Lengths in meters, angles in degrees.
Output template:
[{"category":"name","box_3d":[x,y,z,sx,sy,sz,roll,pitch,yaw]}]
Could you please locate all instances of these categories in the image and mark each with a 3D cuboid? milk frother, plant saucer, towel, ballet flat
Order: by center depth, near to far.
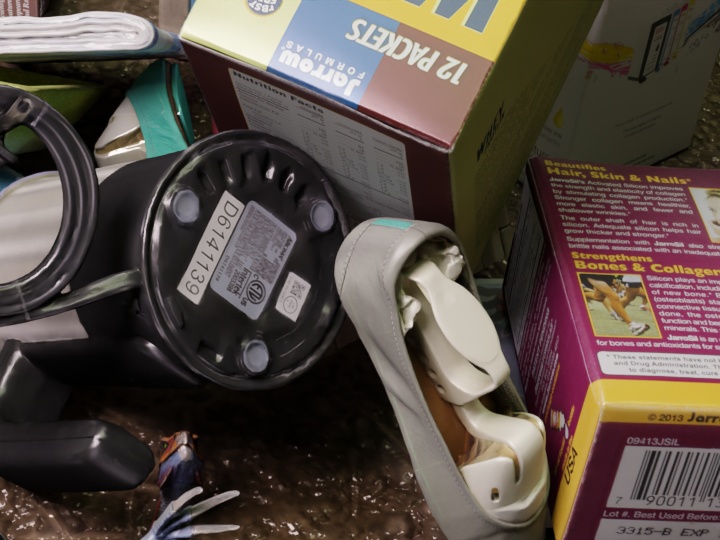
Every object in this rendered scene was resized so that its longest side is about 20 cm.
[{"category":"ballet flat","box_3d":[0.051,0.066,0.745,0.067,0.201,0.063,-39,22,-33]},{"category":"milk frother","box_3d":[-0.143,-0.012,0.753,0.187,0.201,0.181,-5,37,51]},{"category":"plant saucer","box_3d":[-0.271,-0.104,0.955,0.198,0.048,0.200,10,8,2]},{"category":"ballet flat","box_3d":[-0.127,-0.066,0.977,0.070,0.068,0.201,-16,41,-7]},{"category":"towel","box_3d":[-0.181,-0.144,0.997,0.146,0.024,0.200,-1,6,4]}]

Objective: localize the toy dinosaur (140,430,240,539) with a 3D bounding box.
[{"category":"toy dinosaur","box_3d":[-0.105,0.144,0.703,0.199,0.106,0.182,-14,24,-11]}]

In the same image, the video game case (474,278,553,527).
[{"category":"video game case","box_3d":[0.164,0.067,0.898,0.198,0.023,0.183,-1,39,-12]}]

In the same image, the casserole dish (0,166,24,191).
[{"category":"casserole dish","box_3d":[-0.212,-0.012,0.911,0.199,0.039,0.121,32,44,25]}]

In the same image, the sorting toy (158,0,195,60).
[{"category":"sorting toy","box_3d":[-0.042,-0.209,1.061,0.184,0.201,0.037,5,49,-5]}]

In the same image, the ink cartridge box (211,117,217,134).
[{"category":"ink cartridge box","box_3d":[-0.017,-0.172,1.011,0.144,0.201,0.085,3,49,-7]}]

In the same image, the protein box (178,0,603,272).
[{"category":"protein box","box_3d":[0.029,-0.128,0.786,0.134,0.200,0.200,24,75,12]}]

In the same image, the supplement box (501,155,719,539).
[{"category":"supplement box","box_3d":[0.154,0.040,0.829,0.130,0.104,0.201,3,39,-7]}]

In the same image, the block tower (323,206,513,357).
[{"category":"block tower","box_3d":[0.000,0.000,0.910,0.199,0.054,0.058,-28,19,-39]}]

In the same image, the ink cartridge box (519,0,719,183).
[{"category":"ink cartridge box","box_3d":[0.146,-0.179,1.058,0.144,0.201,0.147,-23,48,-35]}]

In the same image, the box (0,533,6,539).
[{"category":"box","box_3d":[-0.201,0.203,0.523,0.197,0.124,0.201,-19,38,10]}]

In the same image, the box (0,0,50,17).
[{"category":"box","box_3d":[-0.248,-0.253,1.128,0.074,0.101,0.200,2,30,-1]}]
